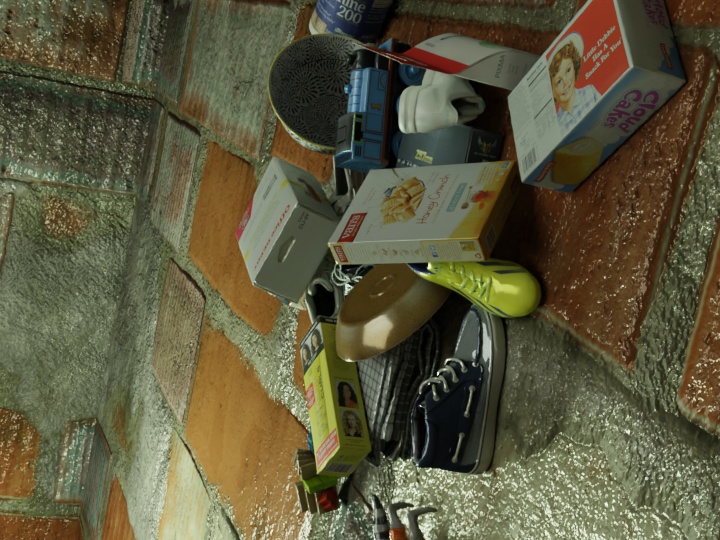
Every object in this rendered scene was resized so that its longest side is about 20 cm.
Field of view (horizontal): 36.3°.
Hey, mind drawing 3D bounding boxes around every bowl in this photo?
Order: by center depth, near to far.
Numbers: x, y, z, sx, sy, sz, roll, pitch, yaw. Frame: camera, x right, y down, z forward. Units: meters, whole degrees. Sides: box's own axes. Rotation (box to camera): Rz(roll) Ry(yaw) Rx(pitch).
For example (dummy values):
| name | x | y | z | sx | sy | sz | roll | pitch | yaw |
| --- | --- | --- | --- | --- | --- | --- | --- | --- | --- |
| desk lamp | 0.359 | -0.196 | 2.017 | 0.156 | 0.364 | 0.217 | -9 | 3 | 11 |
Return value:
| name | x | y | z | sx | sy | sz | roll | pitch | yaw |
| --- | --- | --- | --- | --- | --- | --- | --- | --- | --- |
| bowl | -0.047 | -0.247 | 1.659 | 0.094 | 0.197 | 0.204 | 112 | 157 | -63 |

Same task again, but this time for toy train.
| name | x | y | z | sx | sy | sz | roll | pitch | yaw |
| --- | --- | --- | --- | --- | --- | --- | --- | --- | --- |
| toy train | 0.027 | -0.231 | 1.554 | 0.086 | 0.112 | 0.204 | 172 | 104 | -65 |

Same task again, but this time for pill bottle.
| name | x | y | z | sx | sy | sz | roll | pitch | yaw |
| --- | --- | --- | --- | --- | --- | --- | --- | --- | --- |
| pill bottle | 0.002 | -0.440 | 1.684 | 0.112 | 0.109 | 0.202 | -108 | 34 | -46 |

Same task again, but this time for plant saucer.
| name | x | y | z | sx | sy | sz | roll | pitch | yaw |
| --- | --- | --- | --- | --- | --- | --- | --- | --- | --- |
| plant saucer | 0.037 | 0.031 | 1.397 | 0.199 | 0.036 | 0.201 | -35 | 21 | 15 |

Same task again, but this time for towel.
| name | x | y | z | sx | sy | sz | roll | pitch | yaw |
| --- | --- | --- | --- | --- | --- | --- | --- | --- | --- |
| towel | 0.031 | 0.146 | 1.468 | 0.165 | 0.084 | 0.204 | 19 | 98 | 65 |

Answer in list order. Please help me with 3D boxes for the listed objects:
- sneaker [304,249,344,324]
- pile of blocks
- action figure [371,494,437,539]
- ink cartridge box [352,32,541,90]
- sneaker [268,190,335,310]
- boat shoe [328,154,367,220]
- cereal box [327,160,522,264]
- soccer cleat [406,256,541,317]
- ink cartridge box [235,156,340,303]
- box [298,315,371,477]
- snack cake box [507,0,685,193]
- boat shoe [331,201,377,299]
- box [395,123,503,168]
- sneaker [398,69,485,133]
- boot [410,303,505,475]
| name | x | y | z | sx | sy | sz | roll | pitch | yaw |
| --- | --- | --- | --- | --- | --- | --- | --- | --- | --- |
| sneaker | -0.051 | 0.012 | 1.664 | 0.099 | 0.077 | 0.203 | 52 | -155 | -65 |
| pile of blocks | -0.047 | 0.271 | 1.607 | 0.062 | 0.081 | 0.204 | -145 | 66 | -64 |
| action figure | 0.029 | 0.386 | 1.373 | 0.199 | 0.103 | 0.197 | -11 | 63 | 63 |
| ink cartridge box | 0.109 | -0.250 | 1.261 | 0.161 | 0.197 | 0.051 | 42 | 118 | 62 |
| sneaker | -0.067 | -0.030 | 1.771 | 0.202 | 0.079 | 0.078 | -56 | 9 | 1 |
| boat shoe | -0.017 | -0.096 | 1.674 | 0.072 | 0.065 | 0.204 | 154 | 121 | -62 |
| cereal box | 0.075 | -0.067 | 1.274 | 0.197 | 0.040 | 0.145 | -1 | 41 | 30 |
| soccer cleat | 0.119 | 0.004 | 1.259 | 0.199 | 0.083 | 0.066 | 28 | 104 | 43 |
| ink cartridge box | -0.114 | -0.063 | 1.671 | 0.147 | 0.082 | 0.201 | -60 | 24 | 16 |
| box | -0.036 | 0.164 | 1.446 | 0.075 | 0.049 | 0.203 | -52 | 38 | 43 |
| snack cake box | 0.233 | -0.185 | 1.120 | 0.200 | 0.066 | 0.117 | 131 | 142 | -51 |
| boat shoe | 0.000 | 0.000 | 1.585 | 0.074 | 0.062 | 0.204 | -1 | 79 | 31 |
| box | 0.103 | -0.114 | 1.420 | 0.200 | 0.050 | 0.161 | -148 | 69 | -64 |
| sneaker | 0.117 | -0.216 | 1.362 | 0.200 | 0.087 | 0.076 | -54 | -34 | -53 |
| boot | 0.111 | 0.132 | 1.272 | 0.073 | 0.089 | 0.204 | 166 | 110 | -65 |
